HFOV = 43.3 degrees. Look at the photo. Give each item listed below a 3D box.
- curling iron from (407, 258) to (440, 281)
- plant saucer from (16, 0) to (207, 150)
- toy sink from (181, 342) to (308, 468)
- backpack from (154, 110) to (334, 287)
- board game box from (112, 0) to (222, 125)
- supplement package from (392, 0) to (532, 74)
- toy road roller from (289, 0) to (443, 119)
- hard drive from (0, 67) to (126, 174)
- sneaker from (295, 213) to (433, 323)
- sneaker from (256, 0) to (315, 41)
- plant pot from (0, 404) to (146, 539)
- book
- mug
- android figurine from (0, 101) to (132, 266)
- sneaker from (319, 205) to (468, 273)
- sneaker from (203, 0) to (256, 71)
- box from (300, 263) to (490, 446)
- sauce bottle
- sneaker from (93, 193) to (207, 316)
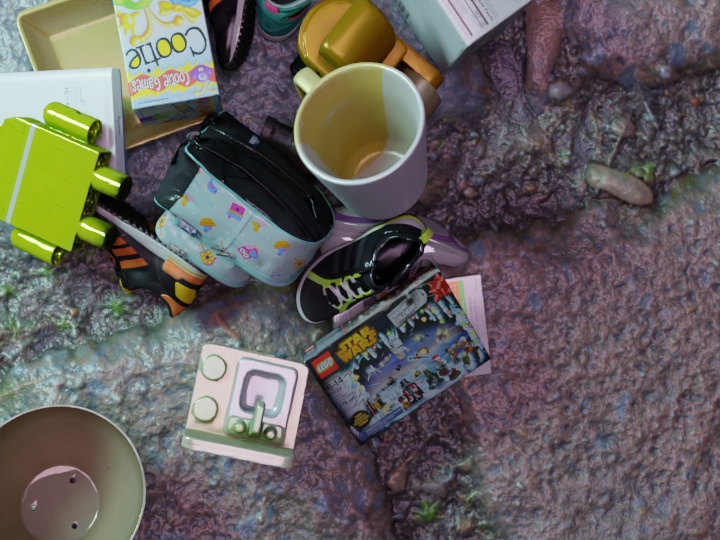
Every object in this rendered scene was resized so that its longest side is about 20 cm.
[{"bbox_3d":[0.061,0.085,1.148,0.049,0.026,0.203,18,96,6],"label":"curling iron"},{"bbox_3d":[-0.300,-0.252,1.137,0.197,0.048,0.203,-21,91,-8],"label":"plant saucer"},{"bbox_3d":[-0.135,0.151,1.075,0.128,0.200,0.114,12,87,-6],"label":"toy sink"},{"bbox_3d":[-0.135,-0.070,1.088,0.198,0.176,0.154,30,114,-6],"label":"backpack"},{"bbox_3d":[-0.232,-0.287,1.071,0.101,0.105,0.203,-11,89,-7],"label":"board game box"},{"bbox_3d":[0.105,-0.376,1.141,0.110,0.156,0.201,-35,93,-5],"label":"supplement package"},{"bbox_3d":[0.011,-0.253,1.130,0.199,0.146,0.123,39,84,-5],"label":"toy road roller"},{"bbox_3d":[-0.379,-0.171,1.091,0.197,0.025,0.134,1,97,15],"label":"hard drive"},{"bbox_3d":[0.000,0.000,1.098,0.199,0.083,0.072,-38,108,12],"label":"sneaker"},{"bbox_3d":[-0.070,-0.393,1.135,0.083,0.121,0.202,28,85,-6],"label":"sneaker"},{"bbox_3d":[-0.356,0.271,1.063,0.197,0.135,0.204,5,70,-15],"label":"plant pot"},{"bbox_3d":[0.065,0.085,1.183,0.197,0.048,0.136,-8,92,-7],"label":"book"},{"bbox_3d":[0.012,-0.151,1.058,0.147,0.153,0.189,-13,66,9],"label":"mug"},{"bbox_3d":[-0.365,-0.103,1.060,0.197,0.041,0.185,21,102,12],"label":"android figurine"},{"bbox_3d":[0.041,-0.023,1.179,0.197,0.075,0.101,10,110,-10],"label":"sneaker"},{"bbox_3d":[-0.180,-0.354,1.152,0.088,0.070,0.204,5,86,4],"label":"sneaker"},{"bbox_3d":[0.044,0.105,1.117,0.199,0.040,0.138,-34,107,-1],"label":"box"},{"bbox_3d":[-0.036,-0.140,1.163,0.197,0.066,0.067,20,86,-7],"label":"sauce bottle"},{"bbox_3d":[-0.287,-0.021,1.116,0.199,0.070,0.091,32,101,0],"label":"sneaker"}]
